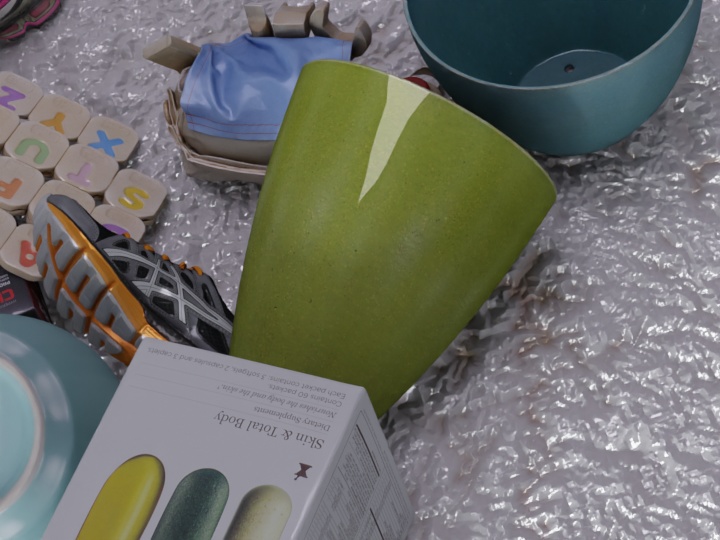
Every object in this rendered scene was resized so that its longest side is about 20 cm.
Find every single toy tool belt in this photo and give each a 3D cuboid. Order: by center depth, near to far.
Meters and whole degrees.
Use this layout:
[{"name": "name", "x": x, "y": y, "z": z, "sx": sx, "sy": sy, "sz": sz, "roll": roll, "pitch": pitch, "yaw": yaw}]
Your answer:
[{"name": "toy tool belt", "x": -0.044, "y": -0.130, "z": 1.398, "sx": 0.199, "sy": 0.123, "sz": 0.126, "roll": -5, "pitch": 53, "yaw": 12}]

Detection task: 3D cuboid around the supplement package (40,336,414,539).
[{"name": "supplement package", "x": -0.084, "y": 0.174, "z": 1.167, "sx": 0.151, "sy": 0.151, "sz": 0.201, "roll": 12, "pitch": 58, "yaw": 23}]

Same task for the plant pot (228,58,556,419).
[{"name": "plant pot", "x": 0.000, "y": 0.000, "z": 1.274, "sx": 0.186, "sy": 0.187, "sz": 0.201, "roll": 21, "pitch": 78, "yaw": 28}]

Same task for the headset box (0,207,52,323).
[{"name": "headset box", "x": -0.301, "y": 0.020, "z": 1.392, "sx": 0.148, "sy": 0.075, "sz": 0.201, "roll": -23, "pitch": 51, "yaw": -3}]

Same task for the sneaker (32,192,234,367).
[{"name": "sneaker", "x": -0.138, "y": 0.021, "z": 1.320, "sx": 0.200, "sy": 0.078, "sz": 0.077, "roll": 46, "pitch": 58, "yaw": 1}]

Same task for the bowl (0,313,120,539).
[{"name": "bowl", "x": -0.243, "y": 0.113, "z": 1.245, "sx": 0.199, "sy": 0.105, "sz": 0.202, "roll": -1, "pitch": 75, "yaw": 2}]

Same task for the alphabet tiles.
[{"name": "alphabet tiles", "x": -0.239, "y": -0.073, "z": 1.410, "sx": 0.199, "sy": 0.015, "sz": 0.196, "roll": 25, "pitch": 39, "yaw": 0}]

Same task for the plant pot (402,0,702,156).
[{"name": "plant pot", "x": 0.140, "y": -0.157, "z": 1.357, "sx": 0.199, "sy": 0.135, "sz": 0.201, "roll": -8, "pitch": 53, "yaw": 11}]

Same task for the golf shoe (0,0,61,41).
[{"name": "golf shoe", "x": -0.326, "y": -0.195, "z": 1.550, "sx": 0.200, "sy": 0.092, "sz": 0.072, "roll": -44, "pitch": 56, "yaw": -15}]
